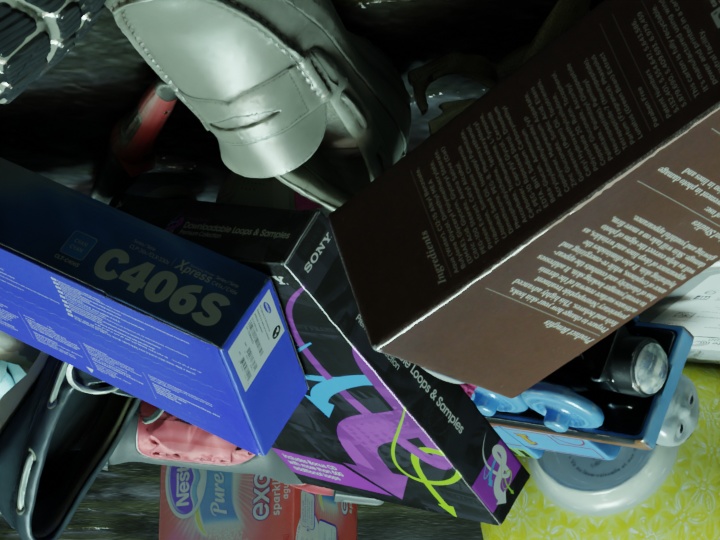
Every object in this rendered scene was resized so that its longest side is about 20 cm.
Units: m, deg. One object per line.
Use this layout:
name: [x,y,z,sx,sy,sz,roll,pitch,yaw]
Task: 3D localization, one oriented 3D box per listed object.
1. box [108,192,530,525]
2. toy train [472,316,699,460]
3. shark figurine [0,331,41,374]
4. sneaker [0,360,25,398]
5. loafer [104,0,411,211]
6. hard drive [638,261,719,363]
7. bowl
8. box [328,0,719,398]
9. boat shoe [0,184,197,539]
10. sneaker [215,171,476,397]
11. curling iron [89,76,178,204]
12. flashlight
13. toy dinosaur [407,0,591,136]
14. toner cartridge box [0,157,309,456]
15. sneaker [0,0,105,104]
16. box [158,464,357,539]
box: [-0.024,0.043,0.941,0.142,0.036,0.200,6,143,45]
toy train: [0.101,0.057,1.104,0.199,0.087,0.114,4,156,45]
shark figurine: [-0.170,0.011,1.053,0.213,0.090,0.128,18,-170,-25]
sneaker: [-0.252,0.038,1.132,0.198,0.075,0.082,7,165,-23]
loafer: [-0.035,-0.073,0.781,0.069,0.070,0.200,-9,160,28]
hard drive: [0.204,0.010,1.099,0.138,0.038,0.200,4,163,-12]
bowl: [0.154,0.117,1.196,0.198,0.202,0.108,-6,150,20]
box: [0.096,-0.036,0.777,0.200,0.075,0.100,-38,145,24]
boat shoe: [-0.131,0.050,1.007,0.201,0.062,0.075,-54,146,11]
sneaker: [0.000,0.000,0.977,0.088,0.082,0.200,10,149,41]
curling iron: [-0.094,-0.056,0.907,0.049,0.026,0.200,11,160,-21]
flashlight: [-0.080,0.092,1.136,0.198,0.068,0.068,7,-163,-3]
toy dinosaur: [0.073,-0.078,0.824,0.100,0.059,0.200,-17,149,-2]
toner cartridge box: [-0.123,0.008,0.906,0.199,0.043,0.095,23,152,24]
sneaker: [-0.137,-0.114,0.660,0.077,0.080,0.200,-39,163,-15]
box: [-0.062,0.136,1.226,0.094,0.202,0.103,-7,162,21]
